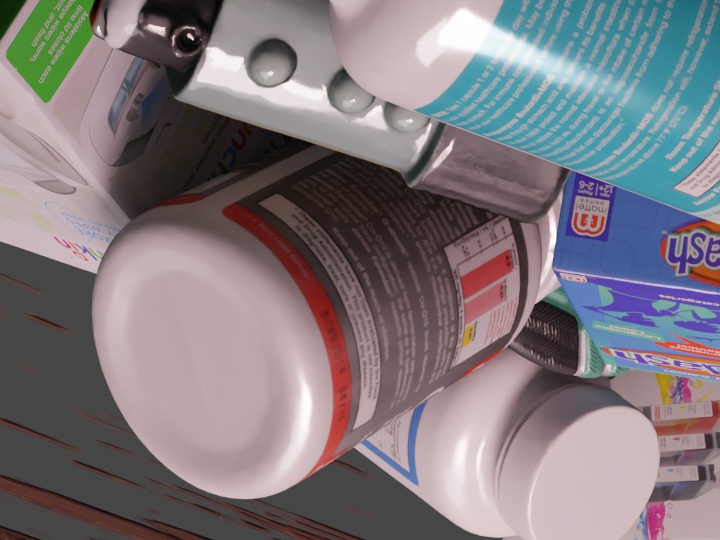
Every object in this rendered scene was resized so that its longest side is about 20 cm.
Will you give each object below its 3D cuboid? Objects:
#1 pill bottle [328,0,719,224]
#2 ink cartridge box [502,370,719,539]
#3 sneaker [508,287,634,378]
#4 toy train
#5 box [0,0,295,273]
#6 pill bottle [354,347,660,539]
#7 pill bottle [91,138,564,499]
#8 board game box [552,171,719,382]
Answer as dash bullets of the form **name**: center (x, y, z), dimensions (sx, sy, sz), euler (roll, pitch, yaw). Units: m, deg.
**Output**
- **pill bottle**: center (0.066, -0.092, 0.804), dimensions (0.199, 0.112, 0.111), euler (19, 165, -20)
- **ink cartridge box**: center (0.188, 0.095, 1.342), dimensions (0.199, 0.146, 0.145), euler (-6, 160, 22)
- **sneaker**: center (0.120, 0.009, 1.222), dimensions (0.199, 0.075, 0.087), euler (-1, -173, -35)
- **toy train**: center (-0.006, -0.084, 0.891), dimensions (0.199, 0.086, 0.114), euler (18, -158, -21)
- **box**: center (-0.148, -0.090, 1.022), dimensions (0.199, 0.097, 0.177), euler (17, 156, 36)
- **pill bottle**: center (0.057, 0.065, 1.258), dimensions (0.112, 0.113, 0.200), euler (28, -176, -43)
- **pill bottle**: center (0.000, 0.000, 0.985), dimensions (0.115, 0.117, 0.200), euler (1, -159, 42)
- **board game box**: center (0.161, 0.011, 0.967), dimensions (0.151, 0.045, 0.200), euler (9, 170, 13)
